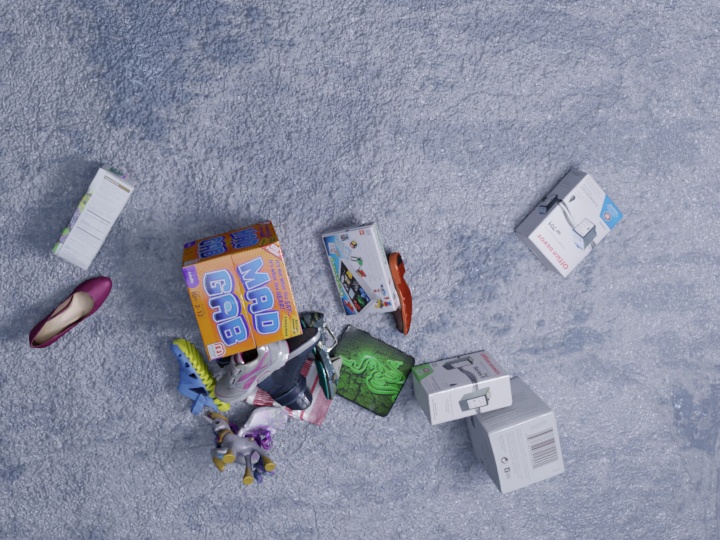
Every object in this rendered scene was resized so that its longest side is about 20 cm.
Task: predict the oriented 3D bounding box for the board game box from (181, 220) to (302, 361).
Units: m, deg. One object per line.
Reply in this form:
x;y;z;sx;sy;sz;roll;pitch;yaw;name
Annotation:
-0.248;0.036;1.614;0.197;0.200;0.203;-15;108;-7;board game box

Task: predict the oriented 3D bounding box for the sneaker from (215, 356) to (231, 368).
-0.234;0.158;1.726;0.197;0.070;0.079;-14;130;-15;sneaker

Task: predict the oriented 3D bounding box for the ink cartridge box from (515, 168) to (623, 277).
0.482;-0.109;1.793;0.146;0.086;0.200;43;91;-18;ink cartridge box

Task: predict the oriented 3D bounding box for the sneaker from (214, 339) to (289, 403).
-0.249;0.202;1.651;0.200;0.082;0.088;-43;135;14;sneaker

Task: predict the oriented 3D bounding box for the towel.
-0.154;0.267;1.788;0.197;0.023;0.146;20;98;-16;towel

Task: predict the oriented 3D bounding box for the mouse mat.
0.017;0.237;1.811;0.198;0.008;0.163;29;89;-20;mouse mat

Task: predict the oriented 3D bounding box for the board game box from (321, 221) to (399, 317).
0.000;0.000;1.715;0.124;0.035;0.203;-8;109;24;board game box

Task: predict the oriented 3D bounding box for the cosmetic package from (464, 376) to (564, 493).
0.356;0.385;1.831;0.163;0.200;0.167;-17;107;-7;cosmetic package

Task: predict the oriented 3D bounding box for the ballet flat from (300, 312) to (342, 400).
-0.076;0.189;1.746;0.073;0.074;0.203;-19;95;-6;ballet flat

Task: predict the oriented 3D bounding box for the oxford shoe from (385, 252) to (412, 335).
0.073;0.055;1.769;0.071;0.071;0.203;-5;110;19;oxford shoe

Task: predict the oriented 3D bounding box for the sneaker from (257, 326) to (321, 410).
-0.131;0.222;1.711;0.201;0.077;0.146;-36;111;20;sneaker

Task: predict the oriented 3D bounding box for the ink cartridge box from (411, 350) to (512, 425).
0.234;0.269;1.802;0.197;0.146;0.085;-12;111;-9;ink cartridge box

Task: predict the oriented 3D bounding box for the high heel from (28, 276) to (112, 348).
-0.599;0.091;1.609;0.200;0.096;0.068;-42;108;1;high heel

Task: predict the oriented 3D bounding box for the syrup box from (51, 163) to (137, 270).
-0.540;-0.110;1.580;0.081;0.079;0.202;29;97;-17;syrup box

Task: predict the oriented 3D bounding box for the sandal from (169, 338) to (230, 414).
-0.369;0.244;1.710;0.086;0.080;0.202;-27;107;1;sandal

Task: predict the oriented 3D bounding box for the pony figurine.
-0.255;0.386;1.721;0.191;0.200;0.168;19;105;-28;pony figurine
